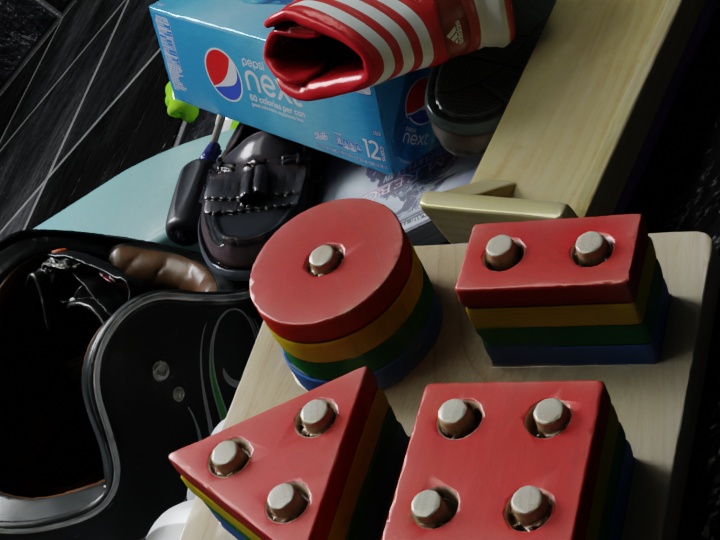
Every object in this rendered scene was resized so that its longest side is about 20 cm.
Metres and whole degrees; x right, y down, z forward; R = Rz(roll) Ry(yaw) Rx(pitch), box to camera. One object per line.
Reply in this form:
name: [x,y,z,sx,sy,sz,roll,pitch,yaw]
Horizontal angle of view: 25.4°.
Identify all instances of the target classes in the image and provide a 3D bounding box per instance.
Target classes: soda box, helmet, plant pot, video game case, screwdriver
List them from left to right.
helmet: [-0.143,0.087,0.901,0.200,0.198,0.193,-140,60,-71]
plant pot: [-0.121,0.006,1.075,0.199,0.141,0.142,-34,27,23]
screwdriver: [-0.087,-0.088,1.015,0.028,0.029,0.201,103,-176,-45]
soda box: [-0.032,-0.119,0.908,0.068,0.065,0.199,-34,38,-30]
video game case: [0.039,-0.068,0.901,0.142,0.019,0.201,-25,25,21]

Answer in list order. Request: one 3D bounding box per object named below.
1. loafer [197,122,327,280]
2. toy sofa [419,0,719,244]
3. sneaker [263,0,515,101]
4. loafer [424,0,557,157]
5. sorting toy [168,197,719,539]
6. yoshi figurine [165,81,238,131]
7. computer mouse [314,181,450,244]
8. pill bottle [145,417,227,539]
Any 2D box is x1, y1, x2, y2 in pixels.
loafer: [-0.058,-0.066,0.943,0.201,0.071,0.064,-78,-15,-60]
toy sofa: [0.117,-0.078,0.751,0.082,0.098,0.201,7,61,41]
sneaker: [-0.010,-0.153,0.822,0.114,0.079,0.200,-22,29,-11]
loafer: [0.097,-0.122,0.853,0.071,0.063,0.201,16,53,24]
sorting toy: [0.022,0.053,0.613,0.197,0.070,0.201,-3,48,27]
yoshi figurine: [-0.079,-0.114,1.181,0.111,0.112,0.201,-20,45,18]
computer mouse: [0.000,0.000,0.913,0.138,0.053,0.200,-40,24,-8]
pill bottle: [-0.055,0.170,0.681,0.114,0.113,0.201,-30,31,50]
